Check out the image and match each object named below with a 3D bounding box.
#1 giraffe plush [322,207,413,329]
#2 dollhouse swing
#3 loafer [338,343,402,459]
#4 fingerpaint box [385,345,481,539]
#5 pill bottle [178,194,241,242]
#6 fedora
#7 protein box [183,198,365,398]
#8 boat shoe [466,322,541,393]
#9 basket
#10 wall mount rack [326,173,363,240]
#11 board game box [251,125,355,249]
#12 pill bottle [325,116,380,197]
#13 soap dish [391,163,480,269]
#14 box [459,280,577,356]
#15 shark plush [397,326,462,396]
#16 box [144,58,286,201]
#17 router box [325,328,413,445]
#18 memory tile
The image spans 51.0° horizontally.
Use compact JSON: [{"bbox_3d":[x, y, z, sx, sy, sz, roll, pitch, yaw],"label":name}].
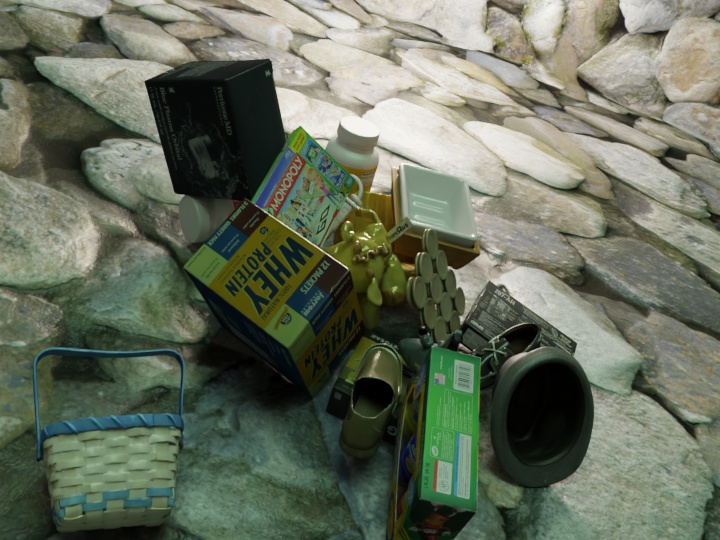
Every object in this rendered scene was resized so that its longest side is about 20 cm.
[{"bbox_3d":[0.000,0.000,1.186,0.171,0.202,0.162,36,14,6],"label":"giraffe plush"},{"bbox_3d":[0.066,-0.063,1.377,0.194,0.188,0.175,7,-9,-17],"label":"dollhouse swing"},{"bbox_3d":[0.023,0.167,1.041,0.074,0.069,0.202,17,38,0],"label":"loafer"},{"bbox_3d":[0.089,0.229,0.941,0.071,0.169,0.204,13,51,-5],"label":"fingerpaint box"},{"bbox_3d":[-0.222,-0.106,1.367,0.196,0.111,0.109,-13,44,-38],"label":"pill bottle"},{"bbox_3d":[0.255,0.206,1.125,0.172,0.206,0.090,-12,14,-15],"label":"fedora"},{"bbox_3d":[-0.116,0.044,1.088,0.198,0.200,0.136,33,71,22],"label":"protein box"},{"bbox_3d":[0.206,0.134,1.176,0.196,0.069,0.072,-17,47,-33],"label":"boat shoe"},{"bbox_3d":[-0.287,0.187,0.864,0.172,0.139,0.206,4,66,-22],"label":"basket"},{"bbox_3d":[-0.093,-0.120,1.334,0.173,0.075,0.201,39,81,16],"label":"wall mount rack"},{"bbox_3d":[-0.096,-0.116,1.217,0.134,0.029,0.203,41,53,-24],"label":"board game box"},{"bbox_3d":[-0.026,-0.196,1.512,0.109,0.204,0.114,12,32,-8],"label":"pill bottle"},{"bbox_3d":[0.126,-0.097,1.351,0.153,0.082,0.203,13,38,-11],"label":"soap dish"},{"bbox_3d":[0.275,0.123,1.317,0.198,0.044,0.160,35,35,5],"label":"box"},{"bbox_3d":[0.092,0.118,1.042,0.089,0.200,0.085,-26,80,-6],"label":"shark plush"},{"bbox_3d":[-0.232,-0.233,1.250,0.196,0.202,0.117,9,31,34],"label":"box"},{"bbox_3d":[0.065,0.188,1.139,0.196,0.053,0.158,24,34,8],"label":"router box"},{"bbox_3d":[0.128,0.046,1.248,0.016,0.202,0.156,-5,48,27],"label":"memory tile"}]
